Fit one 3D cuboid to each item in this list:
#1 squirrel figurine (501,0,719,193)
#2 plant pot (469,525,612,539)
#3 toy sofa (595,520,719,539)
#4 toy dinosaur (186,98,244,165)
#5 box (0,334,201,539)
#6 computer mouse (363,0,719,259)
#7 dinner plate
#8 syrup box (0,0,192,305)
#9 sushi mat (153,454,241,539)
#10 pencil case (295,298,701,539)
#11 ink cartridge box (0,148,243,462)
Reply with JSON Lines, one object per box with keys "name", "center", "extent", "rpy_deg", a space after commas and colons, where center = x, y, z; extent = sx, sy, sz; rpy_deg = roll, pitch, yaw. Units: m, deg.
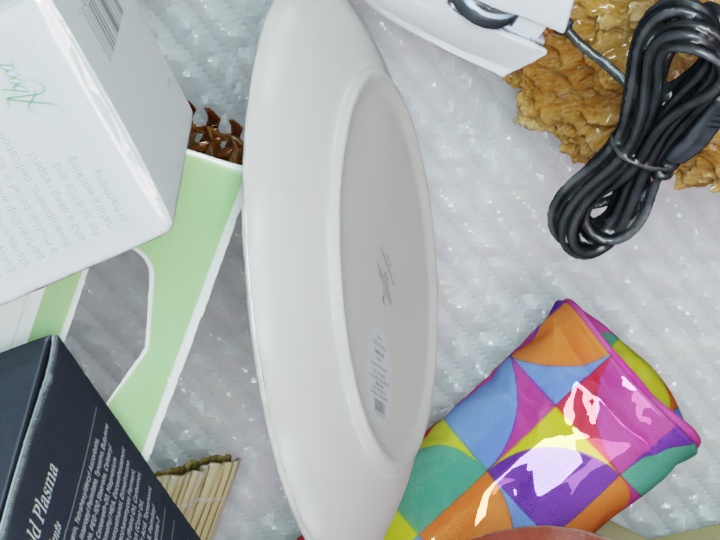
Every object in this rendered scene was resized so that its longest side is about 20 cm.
{"name": "squirrel figurine", "center": [0.124, -0.120, 0.820], "extent": [0.186, 0.142, 0.200], "rpy_deg": [23, 100, -18]}
{"name": "plant pot", "center": [0.098, 0.219, 0.837], "extent": [0.195, 0.201, 0.201], "rpy_deg": [35, 98, -38]}
{"name": "toy sofa", "center": [0.184, 0.128, 0.934], "extent": [0.200, 0.083, 0.098], "rpy_deg": [-14, 113, 9]}
{"name": "toy dinosaur", "center": [-0.115, -0.098, 0.789], "extent": [0.200, 0.102, 0.136], "rpy_deg": [23, 119, -43]}
{"name": "box", "center": [-0.143, 0.144, 0.768], "extent": [0.200, 0.104, 0.182], "rpy_deg": [-19, 124, 18]}
{"name": "computer mouse", "center": [0.032, -0.097, 0.792], "extent": [0.200, 0.044, 0.110], "rpy_deg": [41, 140, 5]}
{"name": "dinner plate", "center": [0.000, 0.000, 0.797], "extent": [0.024, 0.200, 0.200], "rpy_deg": [-3, 116, 16]}
{"name": "syrup box", "center": [-0.154, -0.022, 0.683], "extent": [0.200, 0.079, 0.082], "rpy_deg": [-22, 115, 12]}
{"name": "sushi mat", "center": [-0.105, 0.159, 0.894], "extent": [0.096, 0.012, 0.200], "rpy_deg": [-9, 125, -52]}
{"name": "pencil case", "center": [0.034, 0.101, 0.911], "extent": [0.200, 0.088, 0.088], "rpy_deg": [-41, 118, 4]}
{"name": "ink cartridge box", "center": [-0.149, -0.011, 0.759], "extent": [0.200, 0.048, 0.146], "rpy_deg": [17, 116, -10]}
